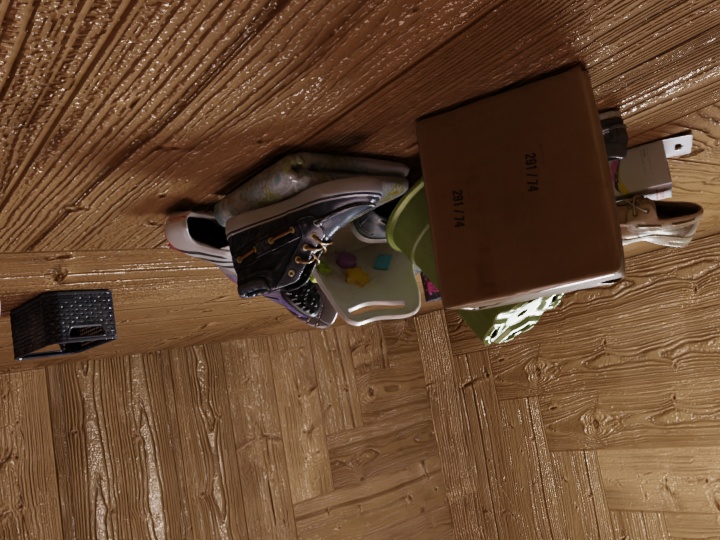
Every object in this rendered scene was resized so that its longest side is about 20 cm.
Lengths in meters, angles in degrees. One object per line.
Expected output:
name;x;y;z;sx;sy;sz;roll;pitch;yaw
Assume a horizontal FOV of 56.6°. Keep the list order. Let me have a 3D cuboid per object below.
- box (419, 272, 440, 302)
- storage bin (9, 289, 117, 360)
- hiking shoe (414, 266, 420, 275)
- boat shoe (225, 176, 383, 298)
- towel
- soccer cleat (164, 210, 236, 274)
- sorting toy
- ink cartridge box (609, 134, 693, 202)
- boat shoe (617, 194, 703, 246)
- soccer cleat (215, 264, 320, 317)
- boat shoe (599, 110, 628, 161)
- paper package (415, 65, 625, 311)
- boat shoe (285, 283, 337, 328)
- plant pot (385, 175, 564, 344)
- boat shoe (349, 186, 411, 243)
box;0.208;-0.024;1.306;0.112;0.136;0.199;-8;171;-29
storage bin;-0.570;0.105;1.281;0.197;0.097;0.133;-19;168;41
hiking shoe;0.090;-0.019;1.052;0.197;0.103;0.076;16;162;41
boat shoe;-0.058;-0.033;0.739;0.195;0.094;0.070;-17;169;22
towel;-0.057;-0.093;0.815;0.196;0.050;0.169;-4;166;-41
soccer cleat;-0.157;-0.031;0.875;0.196;0.071;0.084;20;162;-29
sorting toy;0.000;0.000;0.955;0.195;0.182;0.109;-6;136;-25
ink cartridge box;0.415;-0.140;1.036;0.195;0.070;0.116;-15;170;25
boat shoe;0.410;-0.083;0.993;0.194;0.072;0.066;2;133;-11
soccer cleat;-0.143;0.007;0.981;0.199;0.069;0.073;39;133;-24
boat shoe;0.261;-0.141;0.868;0.065;0.059;0.199;-6;170;-27
paper package;0.163;-0.074;0.691;0.186;0.206;0.103;-13;171;23
boat shoe;-0.112;0.009;1.048;0.076;0.200;0.072;-44;-167;1
plant pot;0.159;-0.018;0.853;0.196;0.193;0.202;-24;153;-13
boat shoe;0.081;-0.085;0.955;0.195;0.074;0.062;-10;155;-27
